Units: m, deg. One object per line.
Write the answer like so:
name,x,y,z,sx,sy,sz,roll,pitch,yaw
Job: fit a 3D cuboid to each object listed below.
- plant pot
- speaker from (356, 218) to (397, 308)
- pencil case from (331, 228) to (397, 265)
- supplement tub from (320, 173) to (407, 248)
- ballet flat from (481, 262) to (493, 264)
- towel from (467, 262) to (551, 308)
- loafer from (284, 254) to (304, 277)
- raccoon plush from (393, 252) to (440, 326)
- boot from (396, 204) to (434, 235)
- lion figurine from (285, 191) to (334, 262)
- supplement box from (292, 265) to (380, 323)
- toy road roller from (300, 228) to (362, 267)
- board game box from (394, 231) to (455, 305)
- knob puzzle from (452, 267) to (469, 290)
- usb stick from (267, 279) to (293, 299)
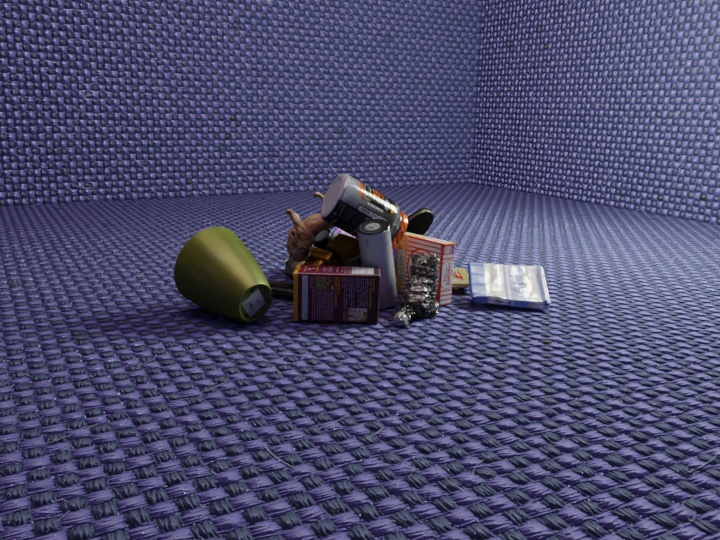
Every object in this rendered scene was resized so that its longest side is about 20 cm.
plant pot,-0.291,0.030,1.520,0.184,0.191,0.199,-11,33,-43
speaker,0.042,-0.013,1.598,0.079,0.204,0.082,-6,29,4
pencil case,0.007,-0.056,1.779,0.198,0.087,0.083,26,-1,38
supplement tub,0.011,-0.138,1.643,0.197,0.125,0.122,27,3,-23
ballet flat,0.346,0.020,1.786,0.067,0.073,0.200,1,14,-5
towel,0.367,0.032,1.678,0.194,0.024,0.149,4,41,3
loafer,-0.172,-0.023,1.894,0.074,0.070,0.200,-2,7,-16
raccoon plush,0.136,0.038,1.548,0.094,0.138,0.200,5,14,11
boot,0.108,-0.142,1.863,0.073,0.203,0.156,28,36,-34
lion figurine,-0.110,-0.118,1.685,0.198,0.124,0.073,-34,-18,0
supplement box,-0.053,0.053,1.527,0.194,0.114,0.086,2,13,0
toy road roller,-0.069,-0.004,1.696,0.198,0.124,0.146,15,53,47
board game box,0.151,-0.010,1.716,0.046,0.156,0.198,-7,15,-39
knob puzzle,0.199,0.026,1.835,0.213,0.031,0.220,2,14,0
usb stick,-0.203,0.048,1.704,0.196,0.033,0.055,9,22,28
